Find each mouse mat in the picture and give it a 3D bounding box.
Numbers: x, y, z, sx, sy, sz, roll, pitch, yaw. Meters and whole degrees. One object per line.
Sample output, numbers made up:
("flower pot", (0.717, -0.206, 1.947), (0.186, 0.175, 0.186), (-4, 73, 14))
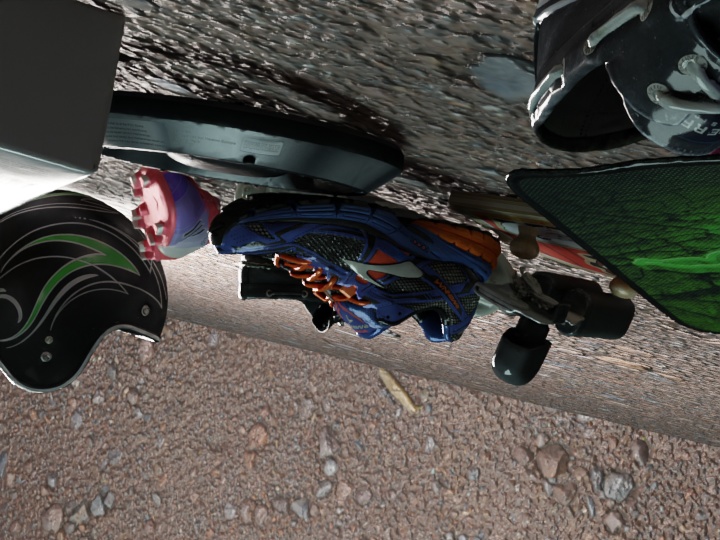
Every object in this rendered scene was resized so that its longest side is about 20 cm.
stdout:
("mouse mat", (0.164, -0.005, 0.483), (0.198, 0.008, 0.160), (-2, 158, 38))

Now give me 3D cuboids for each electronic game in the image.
("electronic game", (-0.073, -0.075, 0.840), (0.197, 0.042, 0.200), (9, 179, 0))

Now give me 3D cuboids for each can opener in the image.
("can opener", (0.124, 0.032, 0.972), (0.052, 0.067, 0.199), (28, -166, 25))

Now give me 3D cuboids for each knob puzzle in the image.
("knob puzzle", (0.173, -0.001, 0.962), (0.217, 0.031, 0.220), (14, 173, 2))

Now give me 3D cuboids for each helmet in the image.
("helmet", (-0.290, 0.018, 1.455), (0.200, 0.190, 0.200), (47, 167, 15))

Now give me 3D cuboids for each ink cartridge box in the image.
("ink cartridge box", (-0.225, -0.092, 0.763), (0.143, 0.085, 0.199), (16, 167, -27))

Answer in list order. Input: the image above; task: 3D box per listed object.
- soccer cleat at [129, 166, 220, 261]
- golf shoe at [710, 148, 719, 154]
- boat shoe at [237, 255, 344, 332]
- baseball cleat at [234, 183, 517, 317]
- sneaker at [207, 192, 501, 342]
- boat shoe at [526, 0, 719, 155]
("soccer cleat", (-0.141, -0.049, 1.187), (0.076, 0.068, 0.200), (-16, 174, -13))
("golf shoe", (0.223, -0.010, 0.552), (0.198, 0.076, 0.091), (11, 166, 36))
("boat shoe", (-0.040, 0.028, 1.514), (0.198, 0.067, 0.074), (19, 172, -35))
("baseball cleat", (0.012, -0.018, 1.021), (0.198, 0.070, 0.106), (24, -169, 6))
("sneaker", (0.000, 0.000, 0.890), (0.198, 0.080, 0.075), (11, 177, -30))
("boat shoe", (0.099, -0.066, 0.414), (0.071, 0.069, 0.200), (17, 173, -20))
